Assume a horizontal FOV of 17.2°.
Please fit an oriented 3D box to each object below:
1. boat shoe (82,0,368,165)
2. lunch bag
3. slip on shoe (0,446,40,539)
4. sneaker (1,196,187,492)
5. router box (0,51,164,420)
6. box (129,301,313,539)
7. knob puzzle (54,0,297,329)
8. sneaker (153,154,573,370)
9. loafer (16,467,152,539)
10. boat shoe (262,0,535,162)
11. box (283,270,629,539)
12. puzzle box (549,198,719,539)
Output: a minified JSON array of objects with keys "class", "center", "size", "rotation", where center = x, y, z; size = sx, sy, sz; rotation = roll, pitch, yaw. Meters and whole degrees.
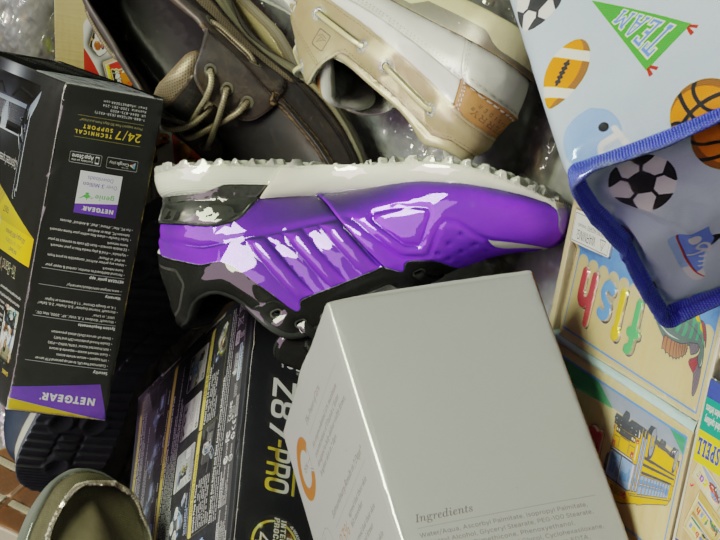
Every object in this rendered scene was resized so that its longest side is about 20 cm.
[{"class":"boat shoe","center":[-0.076,-0.086,1.177],"size":[0.200,0.073,0.075],"rotation":[48,119,18]},{"class":"lunch bag","center":[0.169,-0.098,0.893],"size":[0.200,0.124,0.170],"rotation":[-26,49,13]},{"class":"slip on shoe","center":[-0.136,0.162,1.301],"size":[0.200,0.061,0.076],"rotation":[22,61,34]},{"class":"sneaker","center":[-0.141,0.023,1.275],"size":[0.200,0.070,0.082],"rotation":[-55,39,25]},{"class":"router box","center":[-0.163,-0.024,1.195],"size":[0.200,0.052,0.158],"rotation":[-153,73,-66]},{"class":"box","center":[-0.072,0.128,1.165],"size":[0.161,0.049,0.200],"rotation":[-41,39,52]},{"class":"knob puzzle","center":[-0.082,-0.067,1.261],"size":[0.219,0.030,0.220],"rotation":[11,108,38]},{"class":"sneaker","center":[0.000,0.000,1.098],"size":[0.200,0.070,0.100],"rotation":[1,85,17]},{"class":"loafer","center":[-0.119,0.185,1.102],"size":[0.070,0.075,0.200],"rotation":[-29,55,47]},{"class":"boat shoe","center":[-0.002,-0.112,1.137],"size":[0.200,0.075,0.068],"rotation":[29,90,44]},{"class":"box","center":[0.045,0.120,1.013],"size":[0.124,0.097,0.200],"rotation":[110,147,-57]},{"class":"puzzle box","center":[0.125,0.053,0.983],"size":[0.200,0.025,0.133],"rotation":[-146,64,-67]}]
